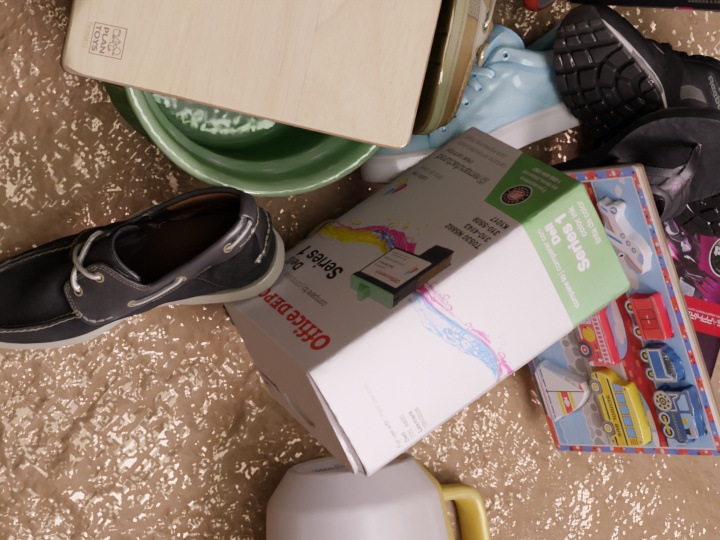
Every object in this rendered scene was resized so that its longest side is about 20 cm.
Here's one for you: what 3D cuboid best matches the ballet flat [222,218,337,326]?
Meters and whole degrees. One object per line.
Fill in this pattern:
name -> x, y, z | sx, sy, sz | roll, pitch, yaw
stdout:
ballet flat -> 0.000, 0.000, 1.364 | 0.200, 0.072, 0.072 | -2, 100, -25

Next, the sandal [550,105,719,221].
sandal -> 0.171, -0.049, 1.357 | 0.075, 0.200, 0.048 | 37, 50, -28

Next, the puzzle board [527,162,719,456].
puzzle board -> 0.153, 0.031, 1.367 | 0.017, 0.151, 0.200 | -29, 106, -39

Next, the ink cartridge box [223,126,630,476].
ink cartridge box -> 0.036, 0.014, 1.254 | 0.200, 0.145, 0.084 | -35, 118, -11

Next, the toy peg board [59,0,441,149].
toy peg board -> -0.054, -0.188, 1.187 | 0.199, 0.098, 0.200 | 12, 93, -10

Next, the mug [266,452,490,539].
mug -> 0.004, 0.199, 1.373 | 0.149, 0.187, 0.154 | -6, 93, 9

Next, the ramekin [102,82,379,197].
ramekin -> -0.069, -0.149, 1.280 | 0.200, 0.098, 0.201 | -4, 100, -24

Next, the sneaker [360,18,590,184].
sneaker -> 0.077, -0.116, 1.373 | 0.200, 0.074, 0.082 | -24, 103, -30

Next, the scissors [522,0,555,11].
scissors -> 0.104, -0.179, 1.313 | 0.014, 0.200, 0.073 | 33, 124, 11

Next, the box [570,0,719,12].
box -> 0.233, -0.226, 1.349 | 0.122, 0.200, 0.106 | -9, 103, -23

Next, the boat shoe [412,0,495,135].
boat shoe -> 0.067, -0.181, 1.313 | 0.063, 0.073, 0.201 | 11, 85, -31

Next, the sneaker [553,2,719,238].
sneaker -> 0.201, -0.117, 1.379 | 0.200, 0.076, 0.088 | 47, 55, -30

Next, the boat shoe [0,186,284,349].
boat shoe -> -0.149, -0.005, 1.249 | 0.200, 0.068, 0.072 | -14, 65, 8

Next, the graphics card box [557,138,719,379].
graphics card box -> 0.209, -0.020, 1.457 | 0.125, 0.051, 0.200 | 16, 91, -25
